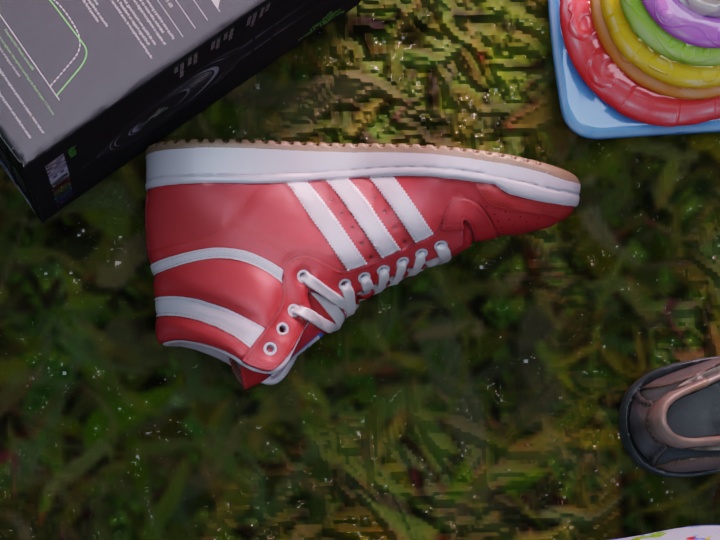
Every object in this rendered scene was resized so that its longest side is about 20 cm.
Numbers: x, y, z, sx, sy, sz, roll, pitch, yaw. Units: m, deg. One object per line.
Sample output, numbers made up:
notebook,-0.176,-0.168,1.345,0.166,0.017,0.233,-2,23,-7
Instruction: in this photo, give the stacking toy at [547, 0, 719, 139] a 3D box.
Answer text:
stacking toy,0.151,-0.127,1.240,0.116,0.200,0.110,-4,85,-3

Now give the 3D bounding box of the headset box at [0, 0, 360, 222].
headset box,-0.088,-0.124,1.238,0.200,0.174,0.093,-35,87,-8

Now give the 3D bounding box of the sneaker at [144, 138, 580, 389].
sneaker,0.000,0.000,1.282,0.199,0.071,0.113,1,82,1

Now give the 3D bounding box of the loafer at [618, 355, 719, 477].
loafer,0.220,0.053,1.294,0.199,0.063,0.072,-17,86,-5

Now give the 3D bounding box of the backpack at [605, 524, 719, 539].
backpack,0.152,0.183,1.248,0.199,0.154,0.164,-18,83,16
